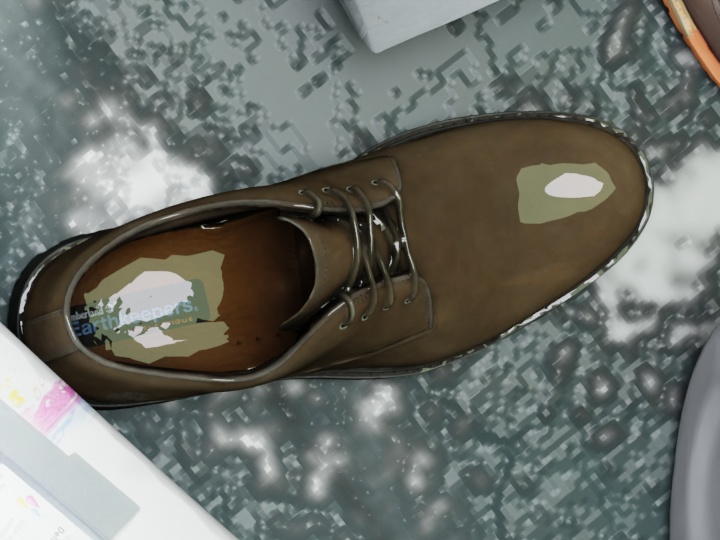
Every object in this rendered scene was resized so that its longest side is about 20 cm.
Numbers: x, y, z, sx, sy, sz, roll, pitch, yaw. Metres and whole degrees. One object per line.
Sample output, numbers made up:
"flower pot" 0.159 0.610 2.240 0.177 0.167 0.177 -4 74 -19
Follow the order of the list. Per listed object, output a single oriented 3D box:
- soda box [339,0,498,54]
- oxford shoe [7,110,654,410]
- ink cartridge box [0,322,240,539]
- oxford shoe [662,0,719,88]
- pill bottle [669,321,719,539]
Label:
"soda box" 0.075 -0.142 0.817 0.200 0.063 0.068 -24 135 -4
"oxford shoe" 0.000 0.000 0.813 0.200 0.084 0.073 -18 91 -13
"ink cartridge box" -0.103 0.062 0.772 0.200 0.117 0.067 44 78 -8
"oxford shoe" 0.166 -0.061 0.852 0.200 0.073 0.071 44 82 -7
"pill bottle" 0.204 0.074 0.837 0.200 0.113 0.113 7 87 -11
